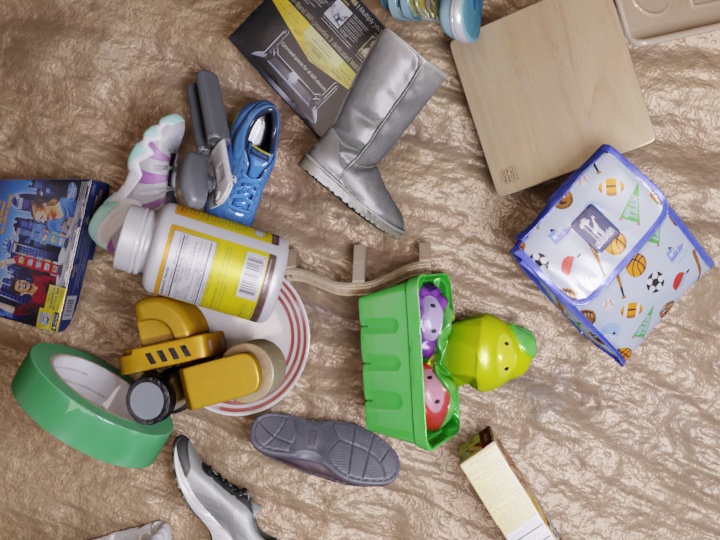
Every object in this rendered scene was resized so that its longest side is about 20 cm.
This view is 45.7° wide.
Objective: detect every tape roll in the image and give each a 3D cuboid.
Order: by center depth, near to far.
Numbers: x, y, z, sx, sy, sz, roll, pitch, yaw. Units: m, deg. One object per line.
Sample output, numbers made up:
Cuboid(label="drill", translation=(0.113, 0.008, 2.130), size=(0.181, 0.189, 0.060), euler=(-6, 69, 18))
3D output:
Cuboid(label="tape roll", translation=(-0.325, 0.163, 1.046), size=(0.198, 0.200, 0.049), euler=(34, 93, 5))

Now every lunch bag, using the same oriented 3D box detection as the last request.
Cuboid(label="lunch bag", translation=(0.286, -0.020, 0.992), size=(0.170, 0.124, 0.200), euler=(-46, 115, 1))

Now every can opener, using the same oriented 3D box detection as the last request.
Cuboid(label="can opener", translation=(-0.194, -0.167, 1.066), size=(0.052, 0.066, 0.204), euler=(-37, 50, 36))

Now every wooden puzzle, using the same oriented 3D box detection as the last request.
Cuboid(label="wooden puzzle", translation=(0.366, -0.373, 1.037), size=(0.181, 0.046, 0.205), euler=(-15, 83, -20))

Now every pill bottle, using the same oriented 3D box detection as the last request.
Cuboid(label="pill bottle", translation=(-0.192, -0.013, 1.034), size=(0.196, 0.109, 0.112), euler=(17, 91, -12))

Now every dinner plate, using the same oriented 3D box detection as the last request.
Cuboid(label="dinner plate", translation=(-0.161, 0.086, 1.119), size=(0.195, 0.024, 0.206), euler=(0, 90, 6))

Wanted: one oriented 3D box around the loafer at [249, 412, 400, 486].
Cuboid(label="loafer", translation=(-0.046, 0.232, 1.097), size=(0.195, 0.063, 0.073), euler=(15, 61, 1))

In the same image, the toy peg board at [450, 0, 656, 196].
Cuboid(label="toy peg board", translation=(0.240, -0.220, 1.059), size=(0.195, 0.098, 0.205), euler=(-19, 88, 21))

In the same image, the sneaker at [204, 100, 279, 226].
Cuboid(label="sneaker", translation=(-0.149, -0.118, 1.085), size=(0.065, 0.078, 0.205), euler=(15, 91, -25))

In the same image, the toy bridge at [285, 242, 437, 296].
Cuboid(label="toy bridge", translation=(0.000, 0.000, 1.084), size=(0.195, 0.028, 0.068), euler=(-2, 48, 6))

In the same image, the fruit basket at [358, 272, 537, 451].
Cuboid(label="fruit basket", translation=(0.110, 0.105, 1.040), size=(0.211, 0.155, 0.222), euler=(0, 91, 23))

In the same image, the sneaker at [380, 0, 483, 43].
Cuboid(label="sneaker", translation=(0.081, -0.322, 1.031), size=(0.127, 0.201, 0.081), euler=(-2, 121, 13))

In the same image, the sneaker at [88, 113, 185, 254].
Cuboid(label="sneaker", translation=(-0.248, -0.088, 1.109), size=(0.139, 0.078, 0.202), euler=(35, 102, 4))

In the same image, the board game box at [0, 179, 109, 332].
Cuboid(label="board game box", translation=(-0.456, -0.043, 1.131), size=(0.195, 0.062, 0.205), euler=(15, 91, 7))

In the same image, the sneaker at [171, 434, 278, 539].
Cuboid(label="sneaker", translation=(-0.178, 0.296, 1.101), size=(0.078, 0.074, 0.202), euler=(-32, 93, -5))

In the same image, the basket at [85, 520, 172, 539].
Cuboid(label="basket", translation=(-0.331, 0.434, 1.049), size=(0.195, 0.198, 0.165), euler=(-15, 92, 5))

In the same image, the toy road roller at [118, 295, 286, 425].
Cuboid(label="toy road roller", translation=(-0.200, 0.097, 1.050), size=(0.195, 0.123, 0.150), euler=(-12, 88, 6))

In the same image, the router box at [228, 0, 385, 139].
Cuboid(label="router box", translation=(-0.047, -0.278, 1.096), size=(0.157, 0.052, 0.200), euler=(-43, 86, 3))

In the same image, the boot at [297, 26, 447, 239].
Cuboid(label="boot", translation=(0.039, -0.164, 1.055), size=(0.181, 0.072, 0.202), euler=(37, 90, -25))

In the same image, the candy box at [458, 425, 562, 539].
Cuboid(label="candy box", translation=(0.193, 0.296, 1.035), size=(0.055, 0.115, 0.202), euler=(-33, 86, 5))
